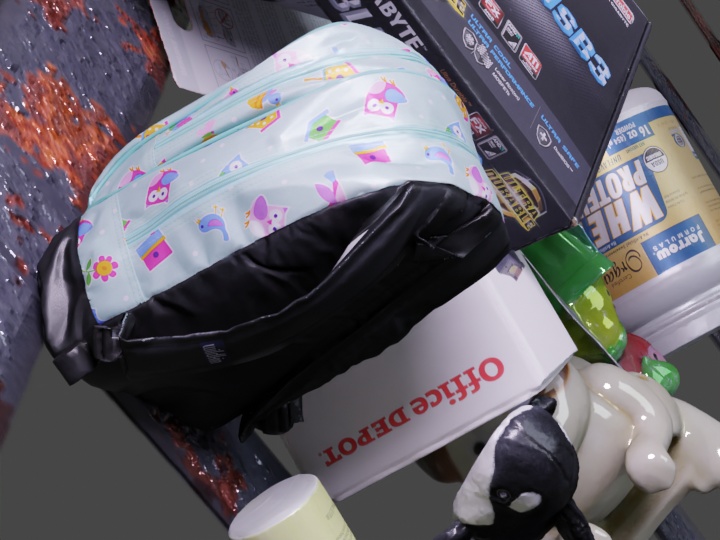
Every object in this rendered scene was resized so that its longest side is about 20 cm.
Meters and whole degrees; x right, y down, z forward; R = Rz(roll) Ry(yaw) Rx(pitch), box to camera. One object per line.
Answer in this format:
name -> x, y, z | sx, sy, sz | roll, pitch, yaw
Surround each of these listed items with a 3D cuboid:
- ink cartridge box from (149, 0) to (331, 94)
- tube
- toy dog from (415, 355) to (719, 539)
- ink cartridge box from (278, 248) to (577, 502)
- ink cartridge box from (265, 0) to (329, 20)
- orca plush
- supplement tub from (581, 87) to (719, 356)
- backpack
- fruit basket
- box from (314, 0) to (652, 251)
ink cartridge box -> -0.074, -0.148, 1.312 | 0.200, 0.057, 0.163 | 7, 53, -43
tube -> 0.010, 0.191, 1.004 | 0.058, 0.052, 0.200 | -40, 106, -32
toy dog -> 0.116, 0.093, 1.270 | 0.200, 0.140, 0.194 | 26, 25, -57
ink cartridge box -> 0.000, 0.000, 1.103 | 0.200, 0.145, 0.084 | 60, 21, 2
ink cartridge box -> -0.031, -0.205, 1.212 | 0.200, 0.144, 0.084 | 13, 85, -34
orca plush -> 0.084, 0.137, 1.080 | 0.071, 0.200, 0.105 | 36, 51, 11
supplement tub -> 0.224, -0.032, 1.687 | 0.200, 0.145, 0.145 | 61, 20, 8
backpack -> -0.036, -0.018, 0.964 | 0.167, 0.200, 0.127 | 22, 42, -58
fruit basket -> 0.169, 0.046, 1.446 | 0.200, 0.094, 0.185 | 43, 3, 2
box -> 0.066, -0.145, 1.112 | 0.200, 0.050, 0.199 | 51, 39, -20
